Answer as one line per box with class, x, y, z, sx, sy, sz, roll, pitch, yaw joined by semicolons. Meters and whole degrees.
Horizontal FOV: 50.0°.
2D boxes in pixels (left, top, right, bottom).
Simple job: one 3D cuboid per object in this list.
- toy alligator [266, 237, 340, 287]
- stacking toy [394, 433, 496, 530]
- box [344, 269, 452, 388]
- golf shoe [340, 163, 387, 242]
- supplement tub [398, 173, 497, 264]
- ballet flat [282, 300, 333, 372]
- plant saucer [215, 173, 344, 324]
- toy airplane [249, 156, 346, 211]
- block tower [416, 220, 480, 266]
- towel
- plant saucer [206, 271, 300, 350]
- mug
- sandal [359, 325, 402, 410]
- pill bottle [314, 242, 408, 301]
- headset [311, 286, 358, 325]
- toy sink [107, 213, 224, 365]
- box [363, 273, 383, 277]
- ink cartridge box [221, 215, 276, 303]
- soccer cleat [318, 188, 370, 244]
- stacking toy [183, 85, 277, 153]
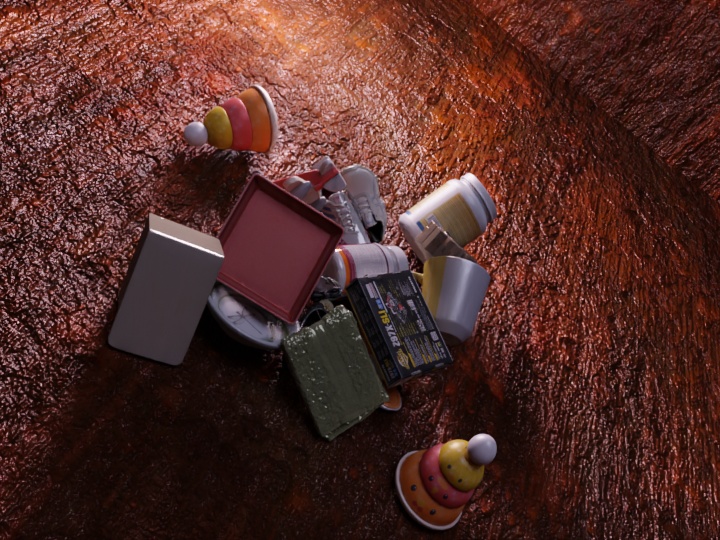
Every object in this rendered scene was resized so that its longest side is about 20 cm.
toy alligator;-0.131;-0.006;1.450;0.198;0.059;0.055;36;81;-8
stacking toy;0.162;0.338;1.326;0.144;0.201;0.148;22;40;-20
box;0.072;0.103;1.438;0.158;0.049;0.203;-9;69;-46
golf shoe;0.016;-0.146;1.711;0.201;0.077;0.099;56;19;-45
supplement tub;0.201;-0.116;1.778;0.146;0.198;0.145;55;-3;4
ballet flat;-0.088;0.117;1.450;0.066;0.057;0.201;36;38;-6
plant saucer;-0.158;-0.037;1.397;0.197;0.037;0.203;31;78;-8
toy airplane;-0.120;-0.147;1.580;0.197;0.198;0.145;-6;80;-39
block tower;0.200;-0.035;1.700;0.199;0.058;0.054;38;10;-43
towel;-0.045;0.178;1.339;0.146;0.036;0.203;-28;103;-17
plant saucer;-0.200;0.082;1.373;0.198;0.051;0.201;31;22;-13
mug;0.178;0.073;1.663;0.149;0.184;0.156;37;61;-45
sandal;0.036;0.170;1.499;0.078;0.059;0.210;9;48;-33
pill bottle;0.000;0.000;1.594;0.197;0.110;0.111;-5;56;-42
headset;-0.034;0.122;1.412;0.203;0.092;0.124;64;28;-22
toy sink;-0.323;0.030;1.275;0.128;0.204;0.112;19;12;-21
box;0.074;0.102;1.508;0.109;0.035;0.203;-2;63;-46
ink cartridge box;-0.199;-0.037;1.481;0.160;0.051;0.201;33;21;-9
soccer cleat;-0.041;-0.117;1.686;0.069;0.087;0.202;-25;64;-20
stacking toy;-0.289;-0.310;1.660;0.196;0.147;0.148;-17;62;-27
